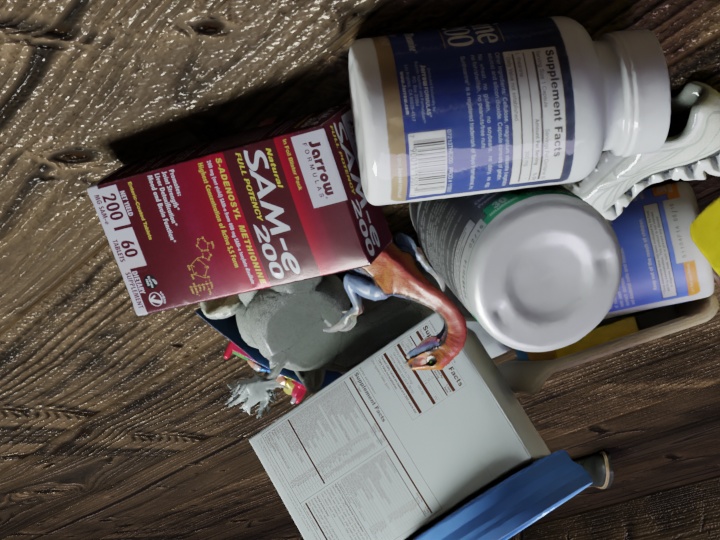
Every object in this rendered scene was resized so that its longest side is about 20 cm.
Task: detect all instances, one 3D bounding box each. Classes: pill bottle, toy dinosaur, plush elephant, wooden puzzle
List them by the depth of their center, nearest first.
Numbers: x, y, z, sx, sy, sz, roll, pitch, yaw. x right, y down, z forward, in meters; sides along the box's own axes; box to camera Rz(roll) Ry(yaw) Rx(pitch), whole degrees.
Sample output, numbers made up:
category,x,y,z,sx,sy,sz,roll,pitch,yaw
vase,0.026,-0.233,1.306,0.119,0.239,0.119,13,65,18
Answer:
category,x,y,z,sx,sy,sz,roll,pitch,yaw
pill bottle,0.096,-0.108,0.762,0.199,0.112,0.111,-7,160,-3
pill bottle,0.106,-0.026,0.863,0.112,0.114,0.200,-3,-161,-13
toy dinosaur,0.000,0.000,0.890,0.181,0.105,0.200,33,173,27
plush elephant,-0.058,0.032,1.052,0.200,0.155,0.165,-47,113,0
pill bottle,0.223,-0.009,1.086,0.199,0.113,0.112,-12,160,13
wooden puzzle,0.231,0.067,1.140,0.199,0.037,0.185,-22,179,-10

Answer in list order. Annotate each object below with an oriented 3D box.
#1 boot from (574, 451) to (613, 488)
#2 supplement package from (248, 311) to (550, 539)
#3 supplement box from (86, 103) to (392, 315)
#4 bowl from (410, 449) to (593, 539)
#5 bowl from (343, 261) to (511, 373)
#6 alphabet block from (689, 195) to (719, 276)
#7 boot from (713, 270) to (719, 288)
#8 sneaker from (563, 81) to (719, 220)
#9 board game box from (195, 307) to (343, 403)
category,x,y,z,sx,sy,sz,roll,pitch,yaw
boot,0.458,0.439,2.483,0.138,0.078,0.200,-1,159,-6
supplement package,0.044,0.159,1.036,0.200,0.147,0.191,-35,165,8
supplement box,-0.089,-0.042,0.844,0.199,0.109,0.061,-13,-163,23
bowl,0.106,0.219,0.985,0.200,0.039,0.201,-30,164,-10
bowl,0.064,0.043,1.200,0.200,0.091,0.201,-8,160,-3
alphabet block,0.437,-0.012,0.970,0.199,0.197,0.195,13,128,-45
boot,0.432,-0.017,1.232,0.097,0.075,0.200,-33,158,26
sneaker,0.208,-0.092,0.928,0.199,0.075,0.081,-26,146,25
board game box,-0.090,0.101,1.189,0.158,0.039,0.200,21,-172,-46
